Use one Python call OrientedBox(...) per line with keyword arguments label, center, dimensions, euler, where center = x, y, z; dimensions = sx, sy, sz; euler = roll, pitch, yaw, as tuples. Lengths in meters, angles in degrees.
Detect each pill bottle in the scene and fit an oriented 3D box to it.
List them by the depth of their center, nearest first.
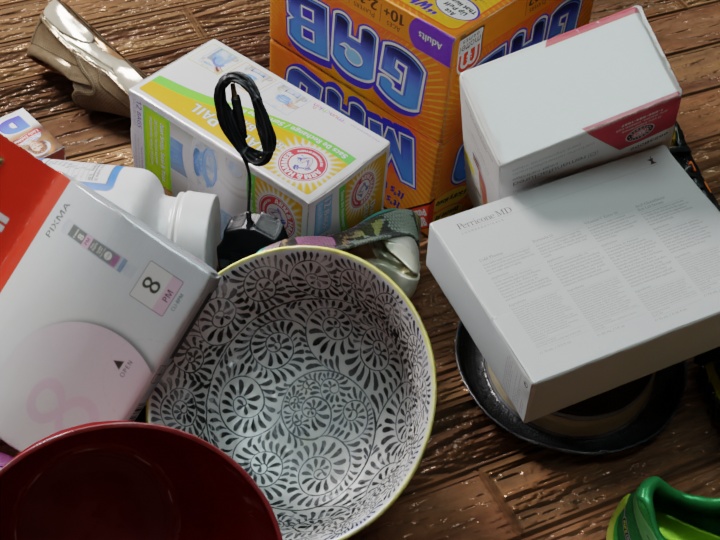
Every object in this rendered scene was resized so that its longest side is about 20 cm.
OrientedBox(label="pill bottle", center=(-0.210, -0.025, 1.022), dimensions=(0.197, 0.113, 0.113), euler=(6, 44, 1))

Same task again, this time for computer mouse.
OrientedBox(label="computer mouse", center=(-0.079, -0.052, 1.006), dimensions=(0.058, 0.203, 0.034), euler=(9, 26, 25))

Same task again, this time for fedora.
OrientedBox(label="fedora", center=(0.163, 0.037, 1.003), dimensions=(0.197, 0.092, 0.202), euler=(2, 44, -2))

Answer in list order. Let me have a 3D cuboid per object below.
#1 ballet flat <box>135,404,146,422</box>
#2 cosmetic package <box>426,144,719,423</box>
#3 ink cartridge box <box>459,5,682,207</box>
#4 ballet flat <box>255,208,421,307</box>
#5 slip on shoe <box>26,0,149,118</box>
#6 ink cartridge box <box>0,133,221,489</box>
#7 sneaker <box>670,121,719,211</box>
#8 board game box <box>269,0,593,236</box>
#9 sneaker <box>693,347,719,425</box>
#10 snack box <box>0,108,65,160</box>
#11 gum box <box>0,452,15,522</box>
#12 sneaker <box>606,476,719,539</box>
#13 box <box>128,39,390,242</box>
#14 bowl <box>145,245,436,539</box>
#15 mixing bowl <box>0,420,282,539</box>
OrientedBox(label="ballet flat", center=(-0.177, 0.039, 0.924), dimensions=(0.073, 0.073, 0.202), euler=(-29, 86, -31))
OrientedBox(label="cosmetic package", center=(0.166, 0.004, 0.935), dimensions=(0.198, 0.052, 0.152), euler=(-18, 55, -16))
OrientedBox(label="ink cartridge box", center=(0.158, -0.095, 1.033), dimensions=(0.143, 0.200, 0.084), euler=(-22, 68, -2))
OrientedBox(label="ballet flat", center=(0.000, 0.000, 1.018), dimensions=(0.071, 0.070, 0.199), euler=(29, 26, 31))
OrientedBox(label="slip on shoe", center=(-0.230, -0.168, 1.208), dimensions=(0.200, 0.076, 0.061), euler=(42, 94, 22))
OrientedBox(label="ink cartridge box", center=(-0.215, 0.019, 0.872), dimensions=(0.199, 0.057, 0.164), euler=(32, 89, -1))
OrientedBox(label="sneaker", center=(0.255, -0.081, 1.135), dimensions=(0.069, 0.091, 0.201), euler=(-15, 47, -20))
OrientedBox(label="board game box", center=(0.058, -0.197, 1.157), dimensions=(0.199, 0.202, 0.199), euler=(35, 51, 27))
OrientedBox(label="sneaker", center=(0.306, 0.109, 0.953), dimensions=(0.084, 0.079, 0.202), euler=(0, 44, -6))
OrientedBox(label="snack box", center=(-0.349, -0.073, 1.120), dimensions=(0.199, 0.025, 0.072), euler=(-31, 53, -30))
OrientedBox(label="gum box", center=(-0.288, 0.186, 0.829), dimensions=(0.112, 0.067, 0.201), euler=(18, 45, 14))
OrientedBox(label="sneaker", center=(0.253, 0.197, 0.854), dimensions=(0.198, 0.084, 0.074), euler=(23, 46, 17))
OrientedBox(label="box", center=(-0.083, -0.084, 1.092), dimensions=(0.199, 0.113, 0.101), euler=(33, 50, 24))
OrientedBox(label="bowl", center=(-0.036, 0.094, 0.905), dimensions=(0.198, 0.094, 0.204), euler=(-5, 71, 14))
OrientedBox(label="mixing bowl", center=(-0.150, 0.171, 0.794), dimensions=(0.197, 0.203, 0.108), euler=(-10, 15, -15))
